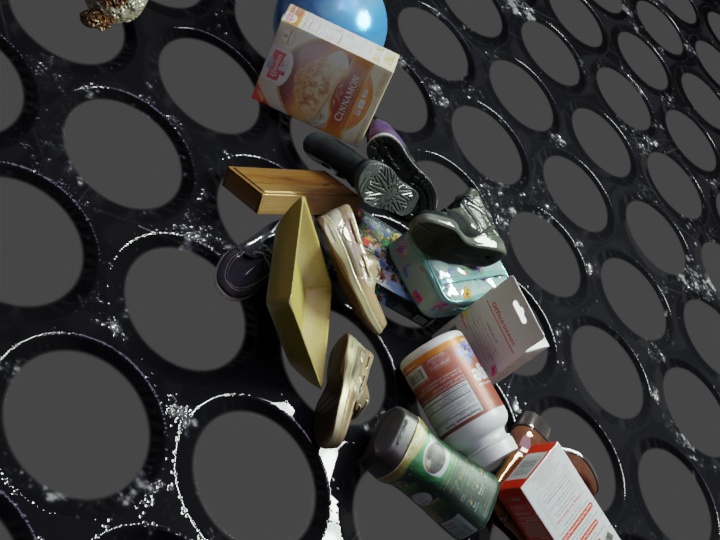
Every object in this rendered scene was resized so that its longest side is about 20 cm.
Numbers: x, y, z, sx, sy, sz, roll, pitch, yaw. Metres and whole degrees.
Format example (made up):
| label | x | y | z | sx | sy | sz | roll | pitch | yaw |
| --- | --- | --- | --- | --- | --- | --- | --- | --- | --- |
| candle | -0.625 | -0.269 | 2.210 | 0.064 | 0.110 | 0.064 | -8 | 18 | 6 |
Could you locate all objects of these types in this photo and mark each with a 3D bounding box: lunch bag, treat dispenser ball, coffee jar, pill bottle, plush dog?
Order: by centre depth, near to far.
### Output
| label | x | y | z | sx | sy | sz | roll | pitch | yaw |
| --- | --- | --- | --- | --- | --- | --- | --- | --- | --- |
| coffee jar | 0.097 | 0.286 | 1.560 | 0.200 | 0.085 | 0.105 | 39 | 51 | -12 |
| pill bottle | 0.152 | 0.202 | 1.661 | 0.112 | 0.112 | 0.201 | -15 | 70 | -48 |
| plush dog | -0.400 | -0.457 | 1.683 | 0.200 | 0.160 | 0.172 | -46 | 109 | -23 |
| lunch bag | 0.153 | -0.005 | 1.792 | 0.199 | 0.077 | 0.161 | -9 | 66 | -46 |
| treat dispenser ball | -0.053 | -0.426 | 1.902 | 0.200 | 0.201 | 0.202 | 24 | 45 | -27 |

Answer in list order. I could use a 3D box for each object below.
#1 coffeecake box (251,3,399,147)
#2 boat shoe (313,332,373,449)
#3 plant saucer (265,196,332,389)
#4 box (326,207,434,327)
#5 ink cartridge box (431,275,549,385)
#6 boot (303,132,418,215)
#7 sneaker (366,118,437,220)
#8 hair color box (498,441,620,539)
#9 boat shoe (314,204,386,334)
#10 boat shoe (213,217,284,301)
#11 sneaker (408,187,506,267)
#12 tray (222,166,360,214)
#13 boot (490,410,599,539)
| label | x | y | z | sx | sy | sz | roll | pitch | yaw |
| --- | --- | --- | --- | --- | --- | --- | --- | --- | --- |
| coffeecake box | -0.059 | -0.319 | 1.807 | 0.198 | 0.154 | 0.073 | 24 | 35 | -4 |
| boat shoe | -0.016 | 0.176 | 1.557 | 0.064 | 0.071 | 0.201 | 32 | 41 | -18 |
| plant saucer | -0.088 | 0.034 | 1.557 | 0.201 | 0.048 | 0.201 | 73 | 15 | -47 |
| box | 0.040 | -0.011 | 1.784 | 0.199 | 0.038 | 0.137 | 29 | 43 | -23 |
| ink cartridge box | 0.216 | 0.102 | 1.730 | 0.067 | 0.200 | 0.116 | -6 | 63 | -45 |
| boot | -0.019 | -0.171 | 1.751 | 0.200 | 0.066 | 0.165 | 41 | 4 | 34 |
| sneaker | 0.073 | -0.176 | 1.885 | 0.088 | 0.075 | 0.201 | -97 | 161 | -53 |
| hair color box | 0.300 | 0.373 | 1.652 | 0.111 | 0.064 | 0.201 | -40 | 101 | -36 |
| boat shoe | 0.000 | 0.000 | 1.659 | 0.064 | 0.071 | 0.202 | -28 | 104 | -14 |
| boat shoe | -0.144 | -0.026 | 1.605 | 0.073 | 0.063 | 0.200 | 47 | 39 | -2 |
| sneaker | 0.141 | -0.078 | 1.724 | 0.198 | 0.076 | 0.115 | 11 | 51 | -40 |
| tray | -0.105 | -0.124 | 1.707 | 0.199 | 0.037 | 0.098 | -1 | 30 | -44 |
| boot | 0.283 | 0.346 | 1.707 | 0.189 | 0.068 | 0.201 | 50 | 43 | -17 |
